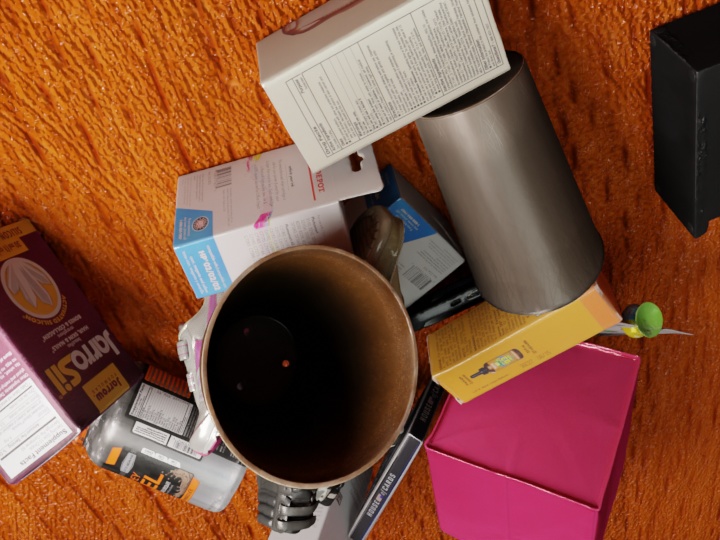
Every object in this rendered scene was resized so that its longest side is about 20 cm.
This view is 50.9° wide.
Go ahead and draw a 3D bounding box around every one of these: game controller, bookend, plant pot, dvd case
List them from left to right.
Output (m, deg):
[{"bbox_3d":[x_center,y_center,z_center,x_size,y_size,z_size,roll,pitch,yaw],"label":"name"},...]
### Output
[{"bbox_3d":[-0.072,0.084,0.692,0.182,0.193,0.199,14,169,-21],"label":"plant pot"},{"bbox_3d":[0.052,0.233,0.968,0.024,0.151,0.203,29,123,5],"label":"dvd case"},{"bbox_3d":[0.131,0.014,0.840,0.196,0.043,0.104,-27,173,9],"label":"game controller"},{"bbox_3d":[0.401,-0.167,0.751,0.195,0.093,0.201,-21,131,4],"label":"bookend"}]

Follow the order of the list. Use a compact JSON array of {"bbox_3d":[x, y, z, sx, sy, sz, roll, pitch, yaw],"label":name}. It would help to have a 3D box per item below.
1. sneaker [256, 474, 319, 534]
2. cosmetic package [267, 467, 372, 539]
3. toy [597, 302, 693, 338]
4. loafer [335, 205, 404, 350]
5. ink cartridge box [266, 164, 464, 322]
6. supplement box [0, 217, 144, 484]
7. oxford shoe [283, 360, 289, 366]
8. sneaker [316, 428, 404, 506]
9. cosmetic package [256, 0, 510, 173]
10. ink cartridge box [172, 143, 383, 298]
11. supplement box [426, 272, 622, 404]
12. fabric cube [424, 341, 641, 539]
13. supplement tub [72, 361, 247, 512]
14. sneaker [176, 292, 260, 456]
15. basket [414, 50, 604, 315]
[{"bbox_3d":[-0.055,0.221,0.796,0.069,0.102,0.199,6,158,-31],"label":"sneaker"},{"bbox_3d":[-0.051,0.312,0.966,0.072,0.203,0.103,-1,135,22],"label":"cosmetic package"},{"bbox_3d":[0.271,0.051,0.876,0.112,0.199,0.049,9,85,-18],"label":"toy"},{"bbox_3d":[0.015,0.021,0.750,0.065,0.077,0.203,4,135,-13],"label":"loafer"},{"bbox_3d":[0.000,0.000,0.818,0.199,0.068,0.116,-39,125,19],"label":"ink cartridge box"},{"bbox_3d":[-0.324,0.071,0.718,0.102,0.131,0.202,-34,97,17],"label":"supplement box"},{"bbox_3d":[-0.088,0.131,0.916,0.071,0.072,0.203,-5,138,-30],"label":"oxford shoe"},{"bbox_3d":[-0.029,0.229,0.899,0.196,0.090,0.075,-22,164,25],"label":"sneaker"},{"bbox_3d":[0.017,-0.188,0.660,0.196,0.088,0.104,-25,130,8],"label":"cosmetic package"},{"bbox_3d":[-0.074,-0.059,0.725,0.195,0.117,0.069,-15,131,2],"label":"ink cartridge box"},{"bbox_3d":[0.165,0.060,0.790,0.198,0.070,0.066,-34,128,22],"label":"supplement box"},{"bbox_3d":[0.202,0.210,0.886,0.195,0.198,0.202,15,143,25],"label":"fabric cube"},{"bbox_3d":[-0.226,0.185,0.871,0.196,0.124,0.124,26,121,-13],"label":"supplement tub"},{"bbox_3d":[-0.158,0.093,0.818,0.086,0.206,0.081,12,169,0],"label":"sneaker"},{"bbox_3d":[0.136,-0.089,0.723,0.133,0.182,0.203,-26,120,7],"label":"basket"}]
